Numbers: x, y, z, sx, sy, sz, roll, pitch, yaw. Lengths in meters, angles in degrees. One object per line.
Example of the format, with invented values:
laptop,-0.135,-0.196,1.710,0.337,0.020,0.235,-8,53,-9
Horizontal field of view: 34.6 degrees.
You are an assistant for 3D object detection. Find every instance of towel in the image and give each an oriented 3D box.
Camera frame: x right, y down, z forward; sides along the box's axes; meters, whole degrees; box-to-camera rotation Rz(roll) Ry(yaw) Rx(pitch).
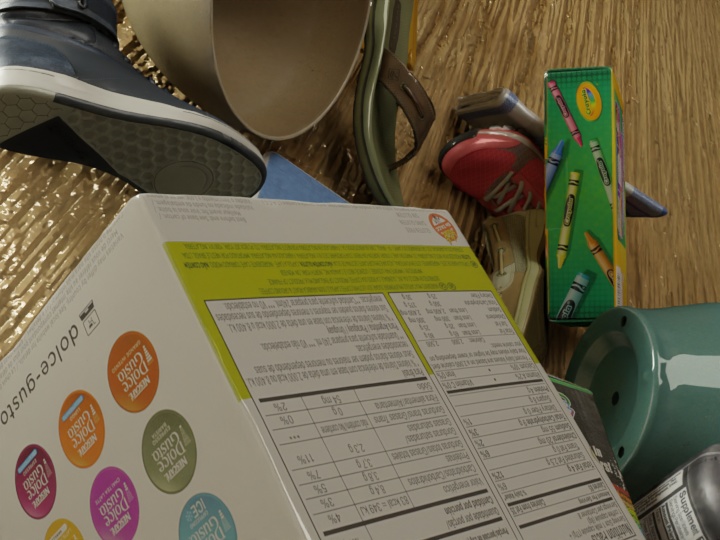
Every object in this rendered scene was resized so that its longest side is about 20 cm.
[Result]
towel,0.188,-0.111,1.111,0.199,0.024,0.147,33,-3,-12

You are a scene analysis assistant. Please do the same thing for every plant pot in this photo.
plant pot,0.260,0.111,0.870,0.186,0.201,0.202,15,40,-16
plant pot,-0.097,-0.209,0.849,0.133,0.203,0.200,17,19,29

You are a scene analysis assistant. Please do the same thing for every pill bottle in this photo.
pill bottle,0.211,0.179,0.713,0.105,0.200,0.107,29,35,-23

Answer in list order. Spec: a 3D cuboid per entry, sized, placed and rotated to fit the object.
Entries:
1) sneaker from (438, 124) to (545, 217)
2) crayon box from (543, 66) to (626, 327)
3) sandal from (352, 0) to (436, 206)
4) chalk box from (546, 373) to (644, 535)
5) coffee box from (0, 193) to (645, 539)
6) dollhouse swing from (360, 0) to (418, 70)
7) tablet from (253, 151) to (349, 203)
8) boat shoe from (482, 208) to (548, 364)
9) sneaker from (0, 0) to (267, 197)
sneaker,0.158,-0.061,1.050,0.199,0.074,0.087,26,37,-28
crayon box,0.189,-0.056,0.964,0.119,0.057,0.203,16,74,-73
sandal,0.032,-0.144,0.930,0.080,0.057,0.204,21,72,-72
chalk box,0.072,0.134,0.681,0.124,0.124,0.202,21,38,-31
coffee box,-0.035,0.107,0.513,0.199,0.200,0.199,-1,53,-50
dollhouse swing,-0.054,-0.288,1.033,0.200,0.173,0.184,42,49,-68
tablet,0.000,0.000,0.855,0.199,0.014,0.131,33,34,-17
boat shoe,0.120,0.016,0.937,0.202,0.062,0.074,-73,156,-51
sneaker,-0.154,-0.128,0.765,0.201,0.077,0.148,19,42,-33
